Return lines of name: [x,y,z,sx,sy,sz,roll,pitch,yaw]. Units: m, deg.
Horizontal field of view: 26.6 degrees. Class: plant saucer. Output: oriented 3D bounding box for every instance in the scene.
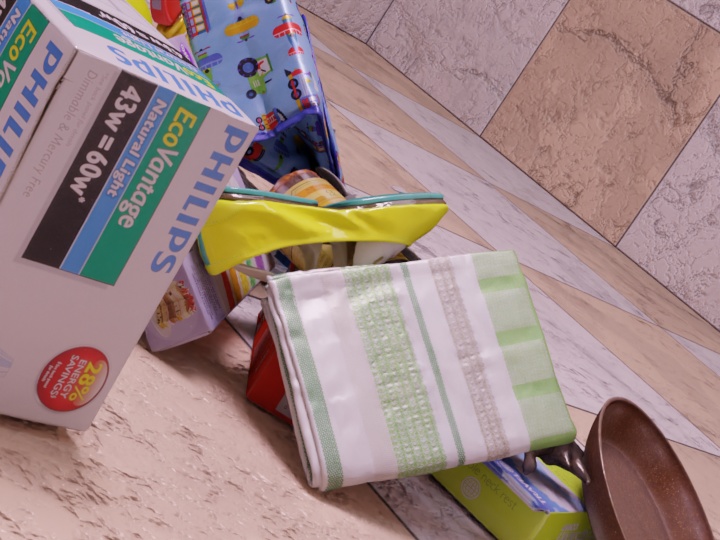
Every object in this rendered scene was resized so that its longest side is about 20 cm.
plant saucer: [0.221,0.197,1.171,0.200,0.036,0.202,44,32,-36]

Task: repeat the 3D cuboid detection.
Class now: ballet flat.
ballet flat: [-0.026,-0.022,1.053,0.198,0.068,0.067,0,-3,-33]

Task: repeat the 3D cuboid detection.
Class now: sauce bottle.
sauce bottle: [0.004,0.004,1.122,0.200,0.066,0.066,44,15,29]

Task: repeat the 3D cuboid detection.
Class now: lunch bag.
lunch bag: [-0.065,-0.146,1.302,0.200,0.093,0.152,47,25,-68]

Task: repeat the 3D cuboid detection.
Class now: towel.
towel: [0.039,0.065,1.027,0.197,0.031,0.151,-6,69,-26]

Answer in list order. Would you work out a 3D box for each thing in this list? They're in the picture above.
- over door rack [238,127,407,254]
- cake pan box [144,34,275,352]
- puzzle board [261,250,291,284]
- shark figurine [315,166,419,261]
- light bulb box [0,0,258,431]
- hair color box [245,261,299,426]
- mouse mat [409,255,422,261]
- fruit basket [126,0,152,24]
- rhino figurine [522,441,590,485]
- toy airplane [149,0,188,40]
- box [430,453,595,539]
over door rack: [-0.075,-0.079,1.424,0.198,0.067,0.148,-3,34,-39]
cake pan box: [-0.136,-0.064,1.070,0.184,0.052,0.202,-52,122,-75]
puzzle board: [-0.111,-0.035,1.387,0.199,0.017,0.151,35,12,-3]
shark figurine: [-0.003,0.003,1.265,0.128,0.090,0.215,37,-14,35]
light bulb box: [-0.189,-0.058,0.816,0.124,0.200,0.200,19,18,-45]
hair color box: [-0.021,0.064,1.129,0.110,0.064,0.200,32,11,-9]
mouse mat: [0.089,0.059,1.369,0.161,0.008,0.201,42,-15,33]
fruit basket: [-0.218,-0.154,1.213,0.215,0.155,0.216,41,20,-19]
rhino figurine: [0.102,0.089,1.142,0.200,0.060,0.087,48,11,23]
toy airplane: [-0.180,-0.229,1.744,0.199,0.141,0.200,47,-23,9]
box: [0.123,0.162,1.171,0.122,0.048,0.199,41,13,29]
